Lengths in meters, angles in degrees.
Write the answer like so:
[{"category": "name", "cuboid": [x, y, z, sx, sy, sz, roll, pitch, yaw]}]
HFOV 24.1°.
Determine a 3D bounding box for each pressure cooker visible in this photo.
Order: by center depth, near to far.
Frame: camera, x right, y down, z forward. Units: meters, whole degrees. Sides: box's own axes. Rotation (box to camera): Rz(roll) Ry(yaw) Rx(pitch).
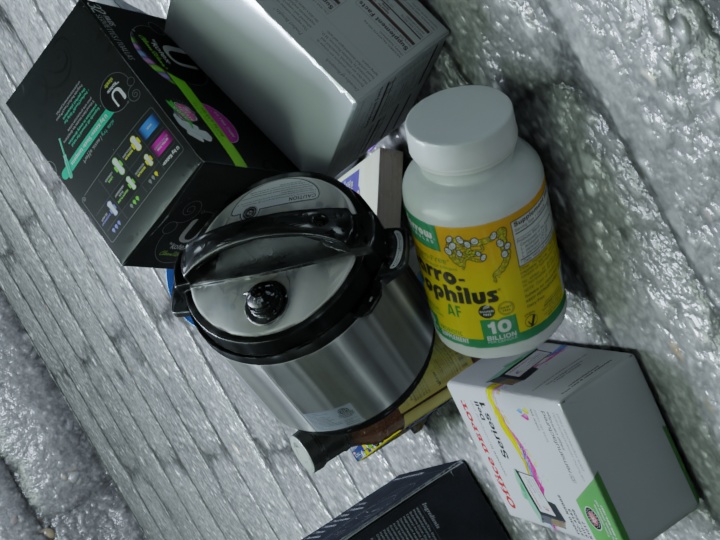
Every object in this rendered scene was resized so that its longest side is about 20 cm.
[{"category": "pressure cooker", "cuboid": [-0.044, 0.019, 1.367, 0.179, 0.176, 0.200, 39, 171, 40]}]

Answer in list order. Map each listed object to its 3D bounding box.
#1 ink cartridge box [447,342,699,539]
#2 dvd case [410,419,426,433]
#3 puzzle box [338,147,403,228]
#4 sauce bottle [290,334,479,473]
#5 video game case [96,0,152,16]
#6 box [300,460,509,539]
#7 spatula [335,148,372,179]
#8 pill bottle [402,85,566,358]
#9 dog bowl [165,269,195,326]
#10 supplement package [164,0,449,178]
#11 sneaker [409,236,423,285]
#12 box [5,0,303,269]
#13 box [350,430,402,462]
[{"category": "ink cartridge box", "cuboid": [0.175, 0.144, 1.426, 0.145, 0.084, 0.200, 64, 159, -12]}, {"category": "dvd case", "cuboid": [0.033, 0.073, 1.753, 0.149, 0.016, 0.200, 53, 159, 18]}, {"category": "puzzle box", "cuboid": [0.000, 0.000, 1.544, 0.133, 0.025, 0.201, 150, 126, -66]}, {"category": "sauce bottle", "cuboid": [0.025, 0.119, 1.572, 0.066, 0.199, 0.066, 48, 156, 30]}, {"category": "video game case", "cuboid": [-0.152, -0.176, 1.642, 0.181, 0.046, 0.200, 45, -167, 32]}, {"category": "box", "cuboid": [0.030, 0.312, 1.828, 0.124, 0.196, 0.200, 58, 159, 0]}, {"category": "spatula", "cuboid": [-0.006, -0.117, 1.573, 0.057, 0.020, 0.200, 61, 161, 14]}, {"category": "pill bottle", "cuboid": [0.095, -0.039, 1.322, 0.113, 0.113, 0.201, 36, 149, 46]}, {"category": "dog bowl", "cuboid": [-0.101, 0.026, 1.662, 0.200, 0.050, 0.112, 33, 115, 22]}, {"category": "supplement package", "cuboid": [-0.050, -0.198, 1.391, 0.200, 0.111, 0.156, 46, 155, 9]}, {"category": "sneaker", "cuboid": [0.039, 0.002, 1.561, 0.081, 0.076, 0.200, 63, 157, 13]}, {"category": "box", "cuboid": [-0.174, -0.112, 1.436, 0.124, 0.148, 0.200, -49, 64, 22]}, {"category": "box", "cuboid": [0.032, 0.135, 1.715, 0.064, 0.070, 0.200, 57, 159, 6]}]
